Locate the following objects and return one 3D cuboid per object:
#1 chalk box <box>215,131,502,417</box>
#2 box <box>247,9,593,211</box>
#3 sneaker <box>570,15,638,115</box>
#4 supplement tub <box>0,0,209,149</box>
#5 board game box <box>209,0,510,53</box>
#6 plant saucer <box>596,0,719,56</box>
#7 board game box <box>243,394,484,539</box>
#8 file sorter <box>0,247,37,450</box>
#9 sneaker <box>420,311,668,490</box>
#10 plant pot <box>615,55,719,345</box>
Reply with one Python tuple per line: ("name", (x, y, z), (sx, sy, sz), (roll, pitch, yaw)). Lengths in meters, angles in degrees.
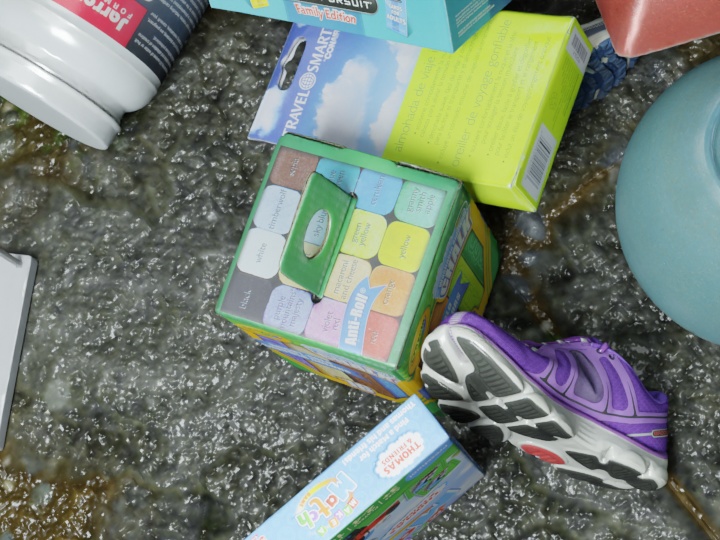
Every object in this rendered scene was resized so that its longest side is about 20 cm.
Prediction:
("chalk box", (0.000, 0.000, 0.990), (0.124, 0.200, 0.125), (17, 81, 18))
("box", (0.037, -0.113, 1.030), (0.200, 0.048, 0.122), (12, 74, 31))
("sneaker", (0.095, -0.140, 1.077), (0.200, 0.077, 0.085), (-25, 70, 3))
("supplement tub", (-0.178, -0.200, 1.105), (0.140, 0.140, 0.200), (28, 83, 15))
("board game box", (0.017, -0.214, 1.051), (0.200, 0.047, 0.151), (16, 45, 34))
("plant saucer", (0.239, -0.246, 1.048), (0.200, 0.037, 0.200), (-16, 53, 4))
("board game box", (-0.001, 0.149, 0.959), (0.151, 0.200, 0.037), (-41, 74, -1))
("file sorter", (-0.348, 0.035, 1.090), (0.200, 0.125, 0.139), (6, 77, 12))
("sneaker", (0.117, 0.070, 0.984), (0.081, 0.200, 0.084), (-11, 57, 47))
("plant pot", (0.259, -0.059, 0.995), (0.200, 0.135, 0.201), (-2, 76, 10))
